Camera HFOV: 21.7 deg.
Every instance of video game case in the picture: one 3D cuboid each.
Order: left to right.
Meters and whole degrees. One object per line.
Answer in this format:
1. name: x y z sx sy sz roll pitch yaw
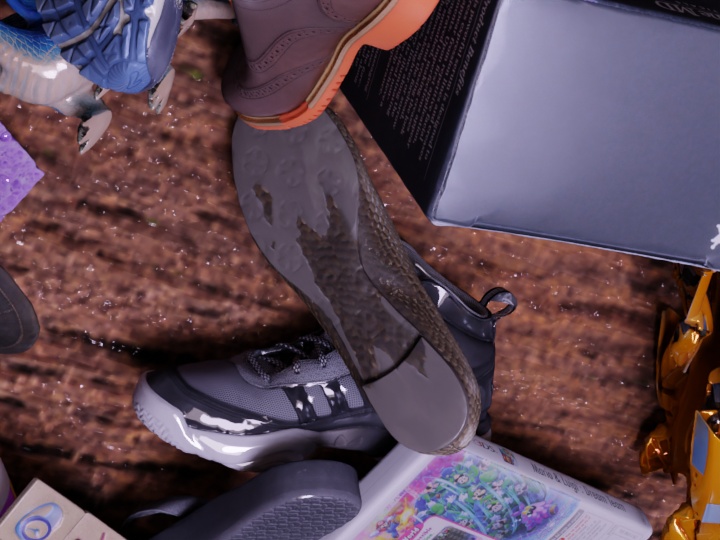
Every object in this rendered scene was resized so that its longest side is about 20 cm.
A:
1. video game case: 0.034 0.174 1.023 0.182 0.024 0.200 26 117 -39

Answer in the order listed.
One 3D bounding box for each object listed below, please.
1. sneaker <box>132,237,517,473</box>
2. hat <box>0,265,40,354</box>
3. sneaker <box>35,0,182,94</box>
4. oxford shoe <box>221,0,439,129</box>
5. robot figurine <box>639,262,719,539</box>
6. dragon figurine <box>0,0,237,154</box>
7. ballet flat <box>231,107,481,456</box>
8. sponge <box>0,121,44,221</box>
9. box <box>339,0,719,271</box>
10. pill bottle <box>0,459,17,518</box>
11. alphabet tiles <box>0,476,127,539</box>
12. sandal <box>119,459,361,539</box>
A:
1. sneaker: -0.014 0.039 0.959 0.199 0.076 0.114 6 113 -25
2. hat: -0.212 -0.031 0.744 0.200 0.200 0.081 15 72 -22
3. sneaker: -0.079 -0.155 0.788 0.077 0.201 0.085 -26 142 36
4. oxford shoe: -0.029 -0.120 0.828 0.072 0.200 0.072 21 65 -18
5. robot figurine: 0.187 0.048 0.986 0.058 0.145 0.201 -1 121 -3
6. dragon figurine: -0.128 -0.112 0.825 0.099 0.200 0.059 34 132 12
7. ballet flat: 0.000 0.000 0.907 0.067 0.201 0.046 -36 164 16
8. sponge: -0.227 -0.064 0.819 0.112 0.030 0.200 -49 139 -14
9. box: 0.084 -0.096 0.847 0.148 0.200 0.108 9 113 -20
10. pill bottle: -0.212 0.151 0.936 0.104 0.104 0.201 -19 119 -6
11. alphabet tiles: -0.145 0.216 0.934 0.167 0.008 0.200 -50 126 -4
12. sandal: -0.078 0.136 0.972 0.200 0.043 0.076 -29 148 31
